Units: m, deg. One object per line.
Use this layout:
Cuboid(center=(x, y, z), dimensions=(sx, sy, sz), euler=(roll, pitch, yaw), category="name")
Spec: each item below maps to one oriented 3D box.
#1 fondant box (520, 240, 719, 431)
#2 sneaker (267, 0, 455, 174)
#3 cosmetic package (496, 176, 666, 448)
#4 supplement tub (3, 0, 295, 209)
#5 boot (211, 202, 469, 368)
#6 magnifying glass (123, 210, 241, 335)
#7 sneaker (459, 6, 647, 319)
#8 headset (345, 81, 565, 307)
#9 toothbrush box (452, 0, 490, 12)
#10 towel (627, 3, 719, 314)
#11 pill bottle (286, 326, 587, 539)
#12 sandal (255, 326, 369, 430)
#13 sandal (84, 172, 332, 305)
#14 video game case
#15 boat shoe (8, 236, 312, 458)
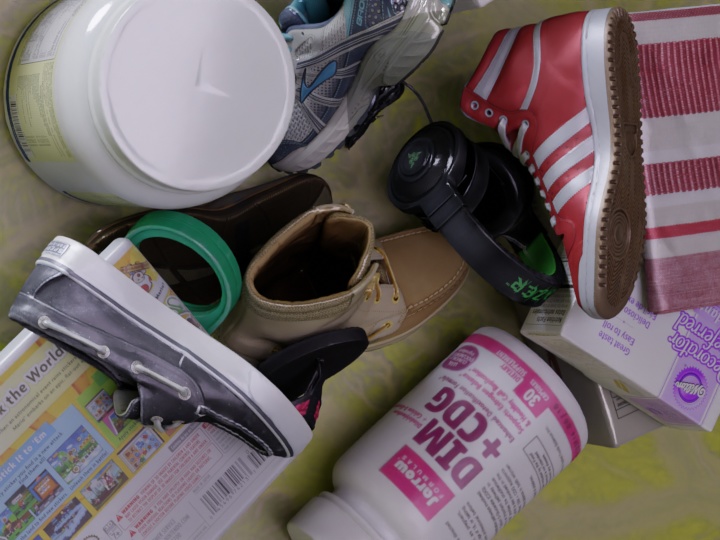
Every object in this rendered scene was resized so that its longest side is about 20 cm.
Cuboid(center=(0.216, -0.010, 1.414), dimensions=(0.144, 0.058, 0.201), euler=(32, 77, -23), category="fondant box")
Cuboid(center=(-0.021, -0.144, 1.342), dimensions=(0.086, 0.200, 0.078), euler=(34, 43, -13), category="sneaker")
Cuboid(center=(0.171, 0.014, 1.473), dimensions=(0.103, 0.087, 0.202), euler=(-20, 99, -25), category="cosmetic package")
Cuboid(center=(-0.132, -0.111, 1.274), dimensions=(0.144, 0.200, 0.146), euler=(-1, 93, -24), category="supplement tub")
Cuboid(center=(0.000, 0.000, 1.359), dimensions=(0.199, 0.156, 0.073), euler=(-20, 74, -19), category="boot")
Cuboid(center=(-0.118, 0.040, 1.314), dimensions=(0.079, 0.201, 0.022), euler=(21, 49, 12), category="magnifying glass")
Cuboid(center=(0.124, -0.068, 1.345), dimensions=(0.071, 0.112, 0.202), euler=(9, 80, -60), category="sneaker")
Cuboid(center=(0.057, -0.050, 1.377), dimensions=(0.094, 0.201, 0.123), euler=(-42, 153, 20), category="headset")
Cuboid(center=(0.107, -0.255, 1.394), dimensions=(0.199, 0.146, 0.086), euler=(-35, 104, -17), category="toothbrush box")
Cuboid(center=(0.243, -0.078, 1.385), dimensions=(0.143, 0.023, 0.202), euler=(-8, 91, -25), category="towel")
Cuboid(center=(0.052, 0.143, 1.413), dimensions=(0.200, 0.113, 0.114), euler=(-42, 107, -16), category="pill bottle")
Cuboid(center=(-0.072, 0.103, 1.349), dimensions=(0.199, 0.075, 0.045), euler=(-34, 68, 9), category="sandal")
Cuboid(center=(-0.106, -0.025, 1.369), dimensions=(0.199, 0.054, 0.082), euler=(-24, 128, -35), category="sandal")
Cuboid(center=(-0.157, 0.114, 1.252), dimensions=(0.200, 0.023, 0.182), euler=(-46, 111, -19), category="video game case")
Cuboid(center=(-0.119, 0.064, 1.218), dimensions=(0.200, 0.072, 0.068), euler=(38, 72, -20), category="boat shoe")
